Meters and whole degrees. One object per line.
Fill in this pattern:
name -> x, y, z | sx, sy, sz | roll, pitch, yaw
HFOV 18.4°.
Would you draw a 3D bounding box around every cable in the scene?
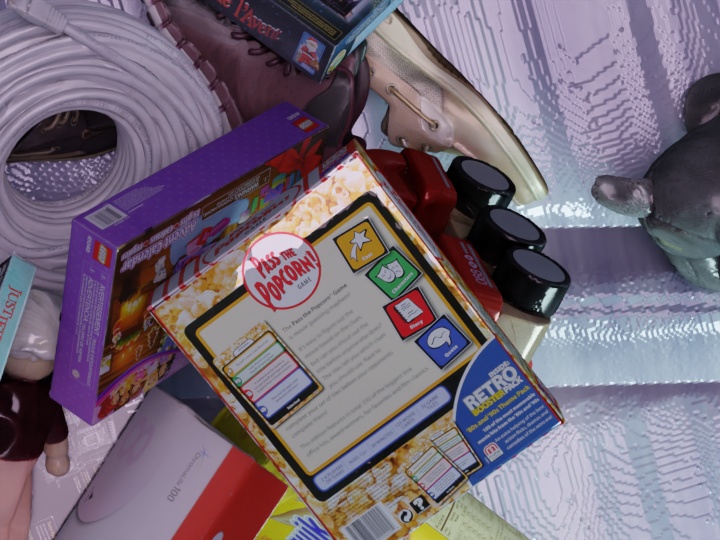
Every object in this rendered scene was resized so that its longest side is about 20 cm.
cable -> -0.184, -0.068, 1.378 | 0.200, 0.069, 0.200 | 18, 106, -30

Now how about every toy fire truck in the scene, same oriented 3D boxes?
toy fire truck -> 0.000, 0.000, 1.373 | 0.200, 0.176, 0.129 | 16, 116, -24

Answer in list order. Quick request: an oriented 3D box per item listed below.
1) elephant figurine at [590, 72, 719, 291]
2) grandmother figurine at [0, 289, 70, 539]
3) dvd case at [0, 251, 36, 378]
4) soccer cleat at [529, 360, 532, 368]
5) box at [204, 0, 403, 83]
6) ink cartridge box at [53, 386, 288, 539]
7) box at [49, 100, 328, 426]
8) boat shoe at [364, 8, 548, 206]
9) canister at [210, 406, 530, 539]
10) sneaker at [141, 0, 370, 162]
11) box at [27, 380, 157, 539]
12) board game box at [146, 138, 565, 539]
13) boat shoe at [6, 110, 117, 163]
elephant figurine -> 0.277, -0.087, 1.490 | 0.141, 0.155, 0.200 | 17, 73, 35
grandmother figurine -> -0.220, 0.109, 1.367 | 0.060, 0.121, 0.200 | 18, 97, 16
dvd case -> -0.261, 0.087, 1.343 | 0.022, 0.200, 0.146 | 27, 56, -22
soccer cleat -> 0.018, 0.070, 1.462 | 0.200, 0.069, 0.085 | 5, 108, -22
box -> -0.064, -0.222, 1.415 | 0.200, 0.038, 0.137 | 37, 51, 7
ink cartridge box -> -0.130, 0.163, 1.337 | 0.057, 0.200, 0.163 | 34, 86, -15
box -> -0.103, -0.007, 1.362 | 0.039, 0.137, 0.200 | 32, 41, 23
boat shoe -> 0.042, -0.109, 1.474 | 0.065, 0.072, 0.200 | -44, 96, 6
canister -> 0.003, 0.159, 1.414 | 0.200, 0.148, 0.087 | 38, 62, -17
sneaker -> -0.056, -0.149, 1.434 | 0.115, 0.076, 0.200 | -22, 104, 27
box -> -0.181, 0.171, 1.453 | 0.160, 0.044, 0.200 | -22, 93, -8
board game box -> -0.002, 0.049, 1.278 | 0.151, 0.046, 0.200 | -36, 102, 6
boat shoe -> -0.208, -0.102, 1.433 | 0.200, 0.073, 0.075 | -17, 93, -8
